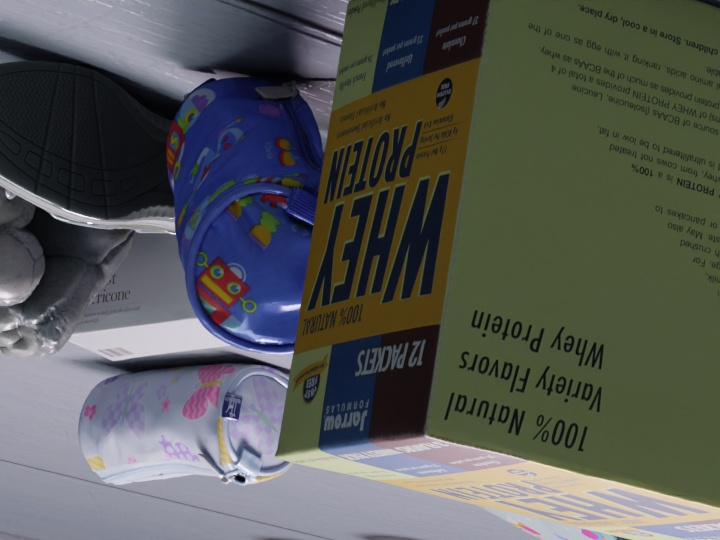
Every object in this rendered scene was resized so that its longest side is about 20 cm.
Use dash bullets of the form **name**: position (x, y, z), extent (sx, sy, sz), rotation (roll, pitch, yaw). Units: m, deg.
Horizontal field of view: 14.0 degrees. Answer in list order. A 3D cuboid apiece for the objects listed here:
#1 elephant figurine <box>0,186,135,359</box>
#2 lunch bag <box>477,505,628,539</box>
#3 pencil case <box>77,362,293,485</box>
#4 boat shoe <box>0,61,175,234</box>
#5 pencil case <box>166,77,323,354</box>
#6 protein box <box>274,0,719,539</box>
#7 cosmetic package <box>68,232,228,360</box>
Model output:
- **elephant figurine**: position (-0.228, -0.021, 1.556), extent (0.199, 0.142, 0.155), rotation (-9, 145, 38)
- **lunch bag**: position (0.145, 0.122, 1.862), extent (0.170, 0.123, 0.199), rotation (24, -176, 40)
- **pencil case**: position (-0.129, 0.119, 2.209), extent (0.083, 0.091, 0.199), rotation (18, 166, -38)
- **boat shoe**: position (-0.129, -0.054, 1.462), extent (0.201, 0.075, 0.065), rotation (11, 165, -43)
- **pencil case**: position (-0.045, -0.031, 1.327), extent (0.078, 0.087, 0.200), rotation (25, -166, -14)
- **protein box**: position (0.093, -0.004, 1.213), extent (0.197, 0.201, 0.135), rotation (15, 167, -25)
- **cosmetic package**: position (-0.072, -0.006, 1.570), extent (0.199, 0.083, 0.051), rotation (-8, 155, 38)
